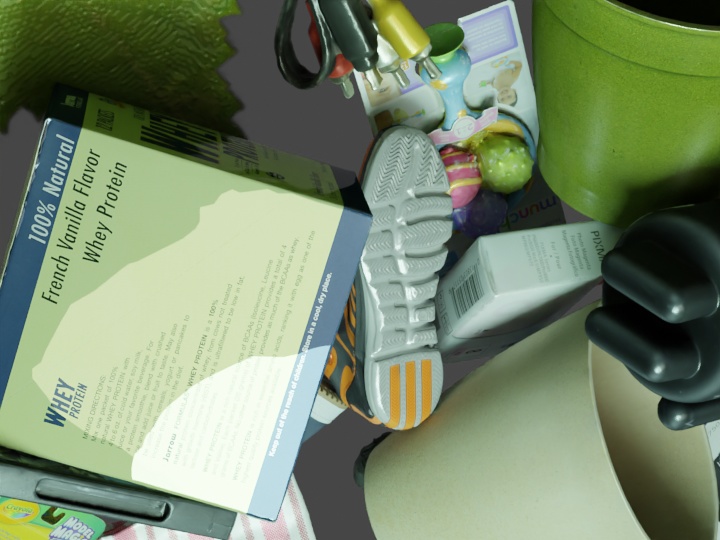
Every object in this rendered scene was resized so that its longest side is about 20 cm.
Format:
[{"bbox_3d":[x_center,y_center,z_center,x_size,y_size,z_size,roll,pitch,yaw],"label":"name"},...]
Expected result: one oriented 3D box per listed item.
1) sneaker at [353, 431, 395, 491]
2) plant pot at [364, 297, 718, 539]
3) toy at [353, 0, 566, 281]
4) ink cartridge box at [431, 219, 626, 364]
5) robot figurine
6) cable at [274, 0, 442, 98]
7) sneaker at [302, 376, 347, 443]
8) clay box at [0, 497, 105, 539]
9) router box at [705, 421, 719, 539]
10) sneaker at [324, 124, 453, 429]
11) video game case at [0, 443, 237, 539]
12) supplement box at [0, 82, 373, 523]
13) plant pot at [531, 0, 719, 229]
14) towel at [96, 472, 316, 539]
[{"bbox_3d":[0.081,0.169,1.651,0.199,0.074,0.080,12,121,-29],"label":"sneaker"},{"bbox_3d":[0.110,0.135,1.498,0.199,0.188,0.187,-20,133,27],"label":"plant pot"},{"bbox_3d":[0.075,-0.072,1.506,0.114,0.047,0.201,-22,126,-5],"label":"toy"},{"bbox_3d":[0.150,0.009,1.537,0.198,0.058,0.163,-4,162,-18],"label":"ink cartridge box"},{"bbox_3d":[0.236,0.016,1.421,0.199,0.126,0.150,-9,162,-41],"label":"robot figurine"},{"bbox_3d":[-0.025,-0.191,1.400,0.096,0.050,0.201,-11,115,26],"label":"cable"},{"bbox_3d":[-0.109,0.073,1.507,0.108,0.070,0.200,-44,125,13],"label":"sneaker"},{"bbox_3d":[-0.278,0.197,1.497,0.199,0.048,0.115,-37,146,8],"label":"clay box"},{"bbox_3d":[0.258,0.153,1.679,0.200,0.049,0.179,-51,141,-4],"label":"router box"},{"bbox_3d":[0.000,0.000,1.493,0.077,0.112,0.202,-2,100,-34],"label":"sneaker"},{"bbox_3d":[-0.194,0.106,1.410,0.180,0.200,0.026,16,99,-30],"label":"video game case"},{"bbox_3d":[-0.119,0.016,1.364,0.198,0.134,0.201,16,101,-9],"label":"supplement box"},{"bbox_3d":[0.192,-0.137,1.442,0.199,0.201,0.194,-9,135,-18],"label":"plant pot"},{"bbox_3d":[-0.118,0.236,1.585,0.199,0.030,0.147,-18,93,-13],"label":"towel"}]
